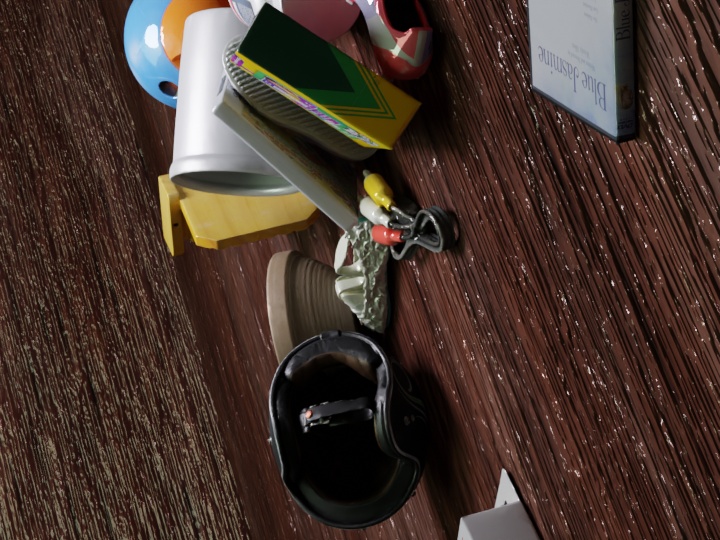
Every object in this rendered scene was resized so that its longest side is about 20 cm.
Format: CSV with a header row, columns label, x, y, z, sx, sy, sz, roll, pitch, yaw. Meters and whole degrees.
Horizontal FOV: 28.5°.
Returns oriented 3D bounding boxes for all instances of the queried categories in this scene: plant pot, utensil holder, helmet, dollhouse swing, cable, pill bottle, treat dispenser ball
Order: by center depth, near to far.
label,x,y,z,sx,sy,sz,roll,pitch,yaw
cable,0.045,-0.039,1.464,0.200,0.050,0.098,-134,33,-66
pill bottle,-0.069,-0.304,1.536,0.200,0.119,0.121,-137,36,-66
helmet,-0.011,0.186,1.615,0.191,0.199,0.201,69,176,-46
utensil holder,-0.144,-0.204,1.744,0.170,0.169,0.202,155,120,-76
plant pot,-0.042,0.067,1.753,0.201,0.092,0.203,-13,-90,-79
dollhouse swing,-0.157,-0.057,1.936,0.182,0.198,0.177,94,157,-50
treat dispenser ball,-0.231,-0.324,1.983,0.201,0.199,0.203,167,90,-76

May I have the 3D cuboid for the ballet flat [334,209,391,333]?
label,x,y,z,sx,sy,sz,roll,pitch,yaw
ballet flat,0.000,0.000,1.652,0.201,0.071,0.072,91,160,-47

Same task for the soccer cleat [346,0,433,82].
label,x,y,z,sx,sy,sz,roll,pitch,yaw
soccer cleat,0.019,-0.270,1.346,0.077,0.066,0.201,115,139,-52

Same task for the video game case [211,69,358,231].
label,x,y,z,sx,sy,sz,roll,pitch,yaw
video game case,-0.080,-0.143,1.589,0.200,0.023,0.182,42,-164,-16

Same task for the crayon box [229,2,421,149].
label,x,y,z,sx,sy,sz,roll,pitch,yaw
crayon box,-0.040,-0.187,1.390,0.059,0.172,0.200,-59,9,2

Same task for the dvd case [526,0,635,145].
label,x,y,z,sx,sy,sz,roll,pitch,yaw
dvd case,0.148,-0.203,0.981,0.143,0.017,0.201,-131,31,-61

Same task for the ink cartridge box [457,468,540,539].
label,x,y,z,sx,sy,sz,roll,pitch,yaw
ink cartridge box,0.142,0.307,1.362,0.116,0.067,0.201,93,159,-48

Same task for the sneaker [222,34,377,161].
label,x,y,z,sx,sy,sz,roll,pitch,yaw
sneaker,-0.073,-0.185,1.582,0.200,0.073,0.114,38,177,-9
